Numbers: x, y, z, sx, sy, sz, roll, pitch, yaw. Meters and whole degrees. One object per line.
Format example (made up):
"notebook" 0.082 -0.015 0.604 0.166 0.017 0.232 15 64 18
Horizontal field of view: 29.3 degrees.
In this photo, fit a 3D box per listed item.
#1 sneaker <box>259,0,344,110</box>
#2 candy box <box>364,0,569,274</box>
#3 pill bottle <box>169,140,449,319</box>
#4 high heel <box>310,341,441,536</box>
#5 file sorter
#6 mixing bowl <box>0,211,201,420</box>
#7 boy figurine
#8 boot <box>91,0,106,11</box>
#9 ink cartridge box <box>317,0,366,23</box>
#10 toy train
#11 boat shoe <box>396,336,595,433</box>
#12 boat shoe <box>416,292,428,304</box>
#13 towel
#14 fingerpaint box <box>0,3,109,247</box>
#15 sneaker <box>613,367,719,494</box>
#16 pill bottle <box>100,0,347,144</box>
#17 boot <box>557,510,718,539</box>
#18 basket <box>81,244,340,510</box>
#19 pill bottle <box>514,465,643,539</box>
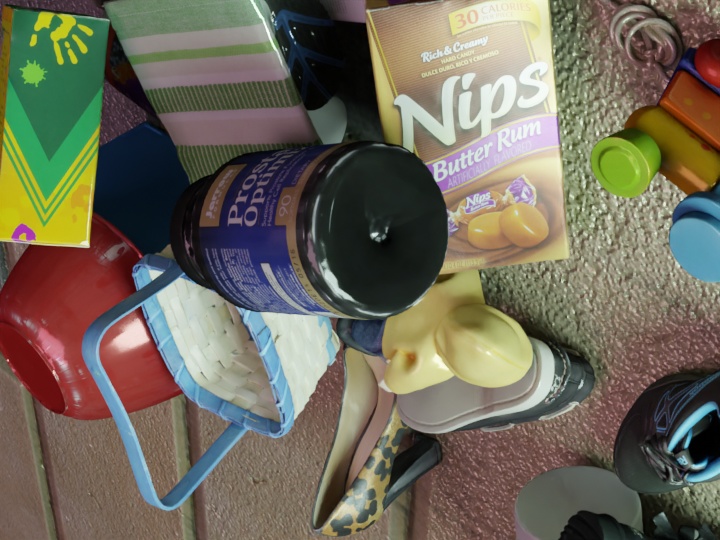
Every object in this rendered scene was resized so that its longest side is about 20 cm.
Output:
"sneaker" -0.077 -0.204 0.959 0.077 0.076 0.200 12 126 40
"candy box" 0.072 -0.097 0.916 0.116 0.057 0.200 -8 119 4
"pill bottle" -0.043 -0.026 0.918 0.200 0.112 0.112 1 118 53
"high heel" -0.009 0.120 1.163 0.071 0.142 0.200 5 120 49
"file sorter" -0.180 -0.022 1.266 0.200 0.139 0.123 31 141 32
"mixing bowl" -0.245 0.054 1.197 0.200 0.108 0.200 35 145 28
"boy figurine" 0.059 0.039 1.048 0.064 0.125 0.200 32 169 -29
"boot" -0.216 -0.320 1.146 0.182 0.073 0.200 40 149 25
"ink cartridge box" -0.033 -0.240 0.990 0.200 0.050 0.109 16 130 45
"toy train" 0.173 -0.083 0.804 0.200 0.116 0.085 43 143 19
"boat shoe" 0.101 0.090 1.079 0.200 0.060 0.074 -23 59 54
"boat shoe" 0.000 0.000 1.035 0.071 0.069 0.200 50 -175 -13
"towel" -0.093 -0.116 0.993 0.152 0.023 0.200 4 130 40
"fingerpaint box" -0.244 -0.118 1.069 0.200 0.073 0.167 -147 62 -71
"sneaker" 0.220 0.109 0.931 0.073 0.082 0.200 49 146 8
"pill bottle" -0.109 -0.150 1.099 0.200 0.111 0.112 36 140 27
"boot" 0.191 0.262 0.980 0.199 0.162 0.073 -64 26 15
"basket" -0.117 0.066 1.075 0.139 0.200 0.177 13 131 34
"pill bottle" 0.175 0.258 1.076 0.113 0.113 0.200 20 131 41
